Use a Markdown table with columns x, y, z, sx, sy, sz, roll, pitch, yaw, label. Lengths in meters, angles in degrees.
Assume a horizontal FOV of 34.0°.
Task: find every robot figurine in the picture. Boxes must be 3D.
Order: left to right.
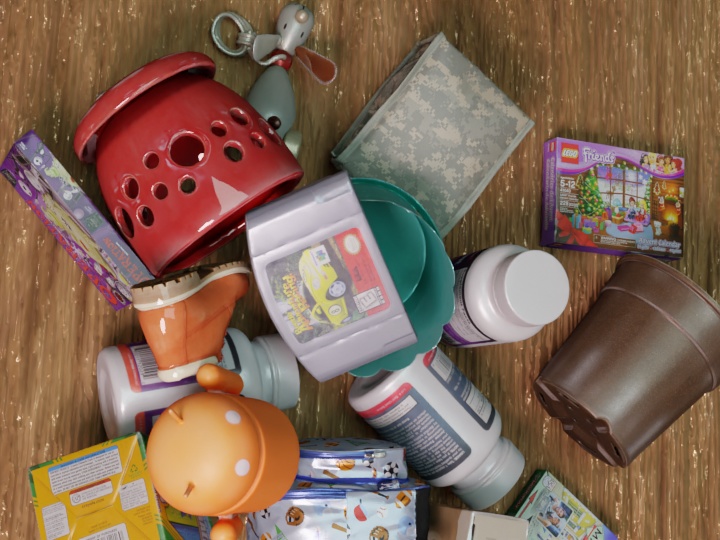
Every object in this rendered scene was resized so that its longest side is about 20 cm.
| x | y | z | sx | sy | sz | roll | pitch | yaw | label |
| --- | --- | --- | --- | --- | --- | --- | --- | --- | --- |
| -0.130 | 0.178 | 1.129 | 0.116 | 0.200 | 0.144 | 30 | 91 | 21 | robot figurine |

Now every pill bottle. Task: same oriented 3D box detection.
| x | y | z | sx | sy | sz | roll | pitch | yaw | label |
| --- | --- | --- | --- | --- | --- | --- | --- | --- | --- |
| -0.172 | 0.123 | 1.259 | 0.199 | 0.111 | 0.112 | -8 | 86 | -22 | pill bottle |
| 0.092 | 0.178 | 1.363 | 0.200 | 0.119 | 0.120 | 47 | 70 | -12 | pill bottle |
| 0.154 | 0.030 | 1.362 | 0.111 | 0.200 | 0.112 | 3 | 83 | -22 | pill bottle |

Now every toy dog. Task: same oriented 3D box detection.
| x | y | z | sx | sy | sz | roll | pitch | yaw | label |
| --- | --- | --- | --- | --- | --- | --- | --- | --- | --- |
| -0.094 | -0.218 | 1.348 | 0.131 | 0.096 | 0.202 | -2 | 84 | -22 | toy dog |

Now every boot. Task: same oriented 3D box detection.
| x | y | z | sx | sy | sz | roll | pitch | yaw | label |
| --- | --- | --- | --- | --- | --- | --- | --- | --- | --- |
| -0.163 | 0.048 | 1.199 | 0.075 | 0.200 | 0.108 | -11 | 97 | 22 | boot |

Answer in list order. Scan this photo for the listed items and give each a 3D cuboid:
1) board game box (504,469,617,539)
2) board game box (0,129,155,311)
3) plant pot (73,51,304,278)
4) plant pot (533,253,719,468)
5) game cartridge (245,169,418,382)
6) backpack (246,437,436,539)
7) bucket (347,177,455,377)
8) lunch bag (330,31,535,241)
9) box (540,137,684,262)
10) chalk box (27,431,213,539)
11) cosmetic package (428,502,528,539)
| x | y | z | sx | sy | sz | roll | pitch | yaw | label |
| --- | --- | --- | --- | --- | --- | --- | --- | --- | --- |
| 0.212 | 0.364 | 1.438 | 0.135 | 0.029 | 0.200 | 43 | 70 | -11 | board game box |
| -0.297 | -0.048 | 1.233 | 0.032 | 0.120 | 0.200 | -42 | 99 | -20 | board game box |
| -0.188 | -0.116 | 1.248 | 0.200 | 0.200 | 0.183 | -34 | 86 | -22 | plant pot |
| 0.330 | 0.120 | 1.436 | 0.198 | 0.200 | 0.200 | -45 | 101 | -13 | plant pot |
| -0.036 | 0.012 | 1.215 | 0.132 | 0.041 | 0.201 | -22 | 108 | 6 | game cartridge |
| -0.031 | 0.256 | 1.274 | 0.189 | 0.200 | 0.155 | -7 | 81 | -16 | backpack |
| 0.000 | 0.000 | 1.304 | 0.206 | 0.135 | 0.209 | -2 | 108 | -6 | bucket |
| 0.078 | -0.149 | 1.395 | 0.164 | 0.118 | 0.200 | 40 | 82 | -13 | lunch bag |
| 0.330 | -0.090 | 1.535 | 0.199 | 0.039 | 0.138 | 6 | 81 | -21 | box |
| -0.227 | 0.252 | 1.191 | 0.124 | 0.200 | 0.125 | -19 | 71 | 6 | chalk box |
| 0.104 | 0.314 | 1.308 | 0.071 | 0.200 | 0.106 | 13 | 78 | -19 | cosmetic package |
